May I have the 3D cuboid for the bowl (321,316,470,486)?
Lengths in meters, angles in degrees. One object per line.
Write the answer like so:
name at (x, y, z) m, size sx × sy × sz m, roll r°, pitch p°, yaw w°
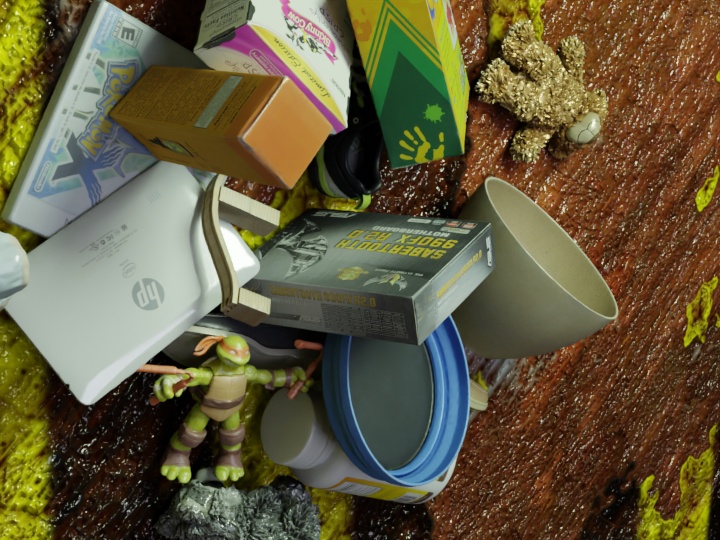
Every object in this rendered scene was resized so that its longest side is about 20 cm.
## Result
bowl at (0.035, 0.107, 1.139) m, size 0.200 × 0.039 × 0.201 m, roll 17°, pitch 68°, yaw -50°

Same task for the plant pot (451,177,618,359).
plant pot at (0.159, 0.018, 1.275) m, size 0.200 × 0.200 × 0.134 m, roll 26°, pitch 118°, yaw -41°

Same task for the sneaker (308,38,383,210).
sneaker at (0.002, -0.160, 1.143) m, size 0.072 × 0.083 × 0.200 m, roll -9°, pitch 106°, yaw -40°

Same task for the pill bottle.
pill bottle at (-0.002, 0.172, 1.204) m, size 0.200 × 0.109 × 0.109 m, roll 20°, pitch 87°, yaw -42°

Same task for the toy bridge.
toy bridge at (-0.104, -0.053, 1.033) m, size 0.067 × 0.027 × 0.200 m, roll 23°, pitch 54°, yaw -28°

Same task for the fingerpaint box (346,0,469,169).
fingerpaint box at (0.047, -0.210, 1.103) m, size 0.200 × 0.073 × 0.167 m, roll -77°, pitch 154°, yaw -63°

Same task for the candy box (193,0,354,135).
candy box at (-0.066, -0.222, 1.020) m, size 0.136 × 0.061 × 0.200 m, roll 43°, pitch 39°, yaw -39°

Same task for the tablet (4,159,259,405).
tablet at (-0.193, 0.005, 0.995) m, size 0.200 × 0.014 × 0.130 m, roll -40°, pitch 94°, yaw -26°

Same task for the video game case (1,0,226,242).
video game case at (-0.193, -0.103, 1.030) m, size 0.182 × 0.022 × 0.200 m, roll 26°, pitch 83°, yaw -42°

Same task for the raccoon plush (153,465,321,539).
raccoon plush at (-0.101, 0.270, 1.105) m, size 0.134 × 0.200 × 0.097 m, roll -4°, pitch 136°, yaw -39°

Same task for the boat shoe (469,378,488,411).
boat shoe at (0.079, 0.094, 1.280) m, size 0.200 × 0.071 × 0.065 m, roll 34°, pitch 78°, yaw -39°

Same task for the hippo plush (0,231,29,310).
hippo plush at (-0.358, -0.025, 0.854) m, size 0.200 × 0.159 × 0.161 m, roll -19°, pitch 82°, yaw -52°

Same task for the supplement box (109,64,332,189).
supplement box at (-0.116, -0.118, 0.944) m, size 0.067 × 0.200 × 0.069 m, roll 45°, pitch 70°, yaw -38°

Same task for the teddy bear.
teddy bear at (0.210, -0.194, 1.327) m, size 0.145 × 0.067 × 0.200 m, roll -50°, pitch 127°, yaw -17°

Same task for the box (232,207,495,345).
box at (0.000, 0.000, 1.077) m, size 0.158 × 0.200 × 0.048 m, roll -39°, pitch 128°, yaw -49°

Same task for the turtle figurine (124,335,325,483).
turtle figurine at (-0.137, 0.117, 1.076) m, size 0.200 × 0.064 × 0.161 m, roll -4°, pitch 126°, yaw -37°

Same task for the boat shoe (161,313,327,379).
boat shoe at (-0.106, 0.059, 1.129) m, size 0.200 × 0.073 × 0.063 m, roll 12°, pitch 57°, yaw -35°
